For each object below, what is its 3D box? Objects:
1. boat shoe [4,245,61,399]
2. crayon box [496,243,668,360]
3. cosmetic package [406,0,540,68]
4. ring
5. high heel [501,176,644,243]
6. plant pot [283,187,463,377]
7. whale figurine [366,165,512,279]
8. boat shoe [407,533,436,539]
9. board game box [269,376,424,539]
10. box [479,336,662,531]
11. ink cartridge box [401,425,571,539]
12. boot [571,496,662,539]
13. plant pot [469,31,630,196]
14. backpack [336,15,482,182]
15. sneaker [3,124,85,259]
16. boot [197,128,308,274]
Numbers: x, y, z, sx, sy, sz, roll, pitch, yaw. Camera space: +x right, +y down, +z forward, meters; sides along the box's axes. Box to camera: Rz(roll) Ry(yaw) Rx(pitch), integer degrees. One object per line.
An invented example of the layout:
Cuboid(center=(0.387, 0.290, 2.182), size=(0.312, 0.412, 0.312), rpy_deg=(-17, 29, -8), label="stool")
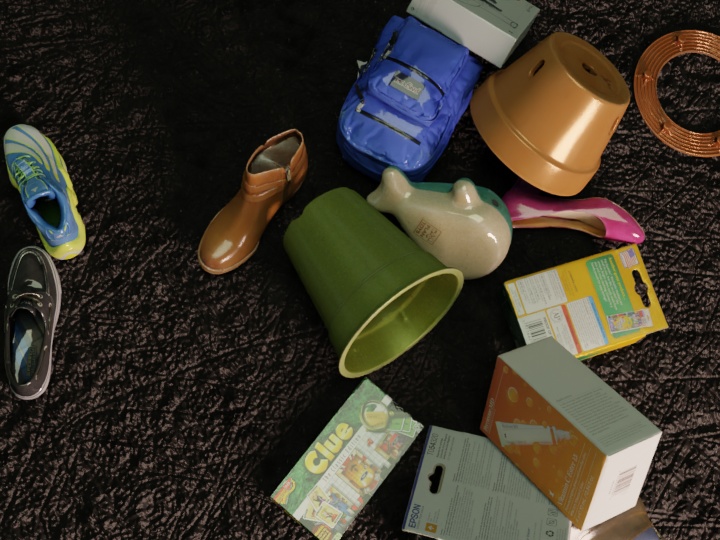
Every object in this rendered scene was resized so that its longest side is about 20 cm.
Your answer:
Cuboid(center=(-0.426, 0.061, 1.440), size=(0.069, 0.066, 0.203), rpy_deg=(3, 74, -5), label="boat shoe")
Cuboid(center=(0.300, 0.053, 1.528), size=(0.197, 0.052, 0.127), rpy_deg=(-16, 76, -10), label="crayon box")
Cuboid(center=(0.162, -0.363, 1.572), size=(0.150, 0.052, 0.200), rpy_deg=(33, 30, 2), label="cosmetic package")
Cuboid(center=(0.500, -0.265, 1.659), size=(0.197, 0.019, 0.203), rpy_deg=(1, 74, -5), label="ring")
Cuboid(center=(0.287, -0.063, 1.547), size=(0.198, 0.068, 0.096), rpy_deg=(29, 63, 8), label="high heel")
Cuboid(center=(0.000, 0.000, 1.457), size=(0.199, 0.201, 0.191), rpy_deg=(-33, 67, -14), label="plant pot")
Cuboid(center=(0.110, -0.078, 1.505), size=(0.198, 0.160, 0.104), rpy_deg=(29, 45, -4), label="whale figurine")
Cuboid(center=(0.157, 0.328, 1.430), size=(0.199, 0.063, 0.075), rpy_deg=(-14, 73, -11), label="boat shoe")
Cuboid(center=(-0.016, 0.247, 1.455), size=(0.104, 0.023, 0.201), rpy_deg=(37, 74, 7), label="board game box")
Cuboid(center=(0.254, 0.197, 1.389), size=(0.097, 0.126, 0.200), rpy_deg=(-15, 40, -32), label="box")
Cuboid(center=(0.162, 0.287, 1.389), size=(0.197, 0.044, 0.197), rpy_deg=(11, 34, 9), label="ink cartridge box")
Cuboid(center=(0.291, 0.352, 1.430), size=(0.199, 0.075, 0.097), rpy_deg=(-34, 77, -16), label="boot")
Cuboid(center=(0.265, -0.222, 1.511), size=(0.198, 0.140, 0.202), rpy_deg=(24, 38, -20), label="plant pot")
Cuboid(center=(0.053, -0.227, 1.525), size=(0.161, 0.168, 0.202), rpy_deg=(28, 78, 9), label="backpack")
Cuboid(center=(-0.415, -0.117, 1.472), size=(0.075, 0.105, 0.202), rpy_deg=(-27, 79, -13), label="sneaker")
Cuboid(center=(-0.144, -0.094, 1.469), size=(0.073, 0.155, 0.201), rpy_deg=(37, 74, 5), label="boot")
